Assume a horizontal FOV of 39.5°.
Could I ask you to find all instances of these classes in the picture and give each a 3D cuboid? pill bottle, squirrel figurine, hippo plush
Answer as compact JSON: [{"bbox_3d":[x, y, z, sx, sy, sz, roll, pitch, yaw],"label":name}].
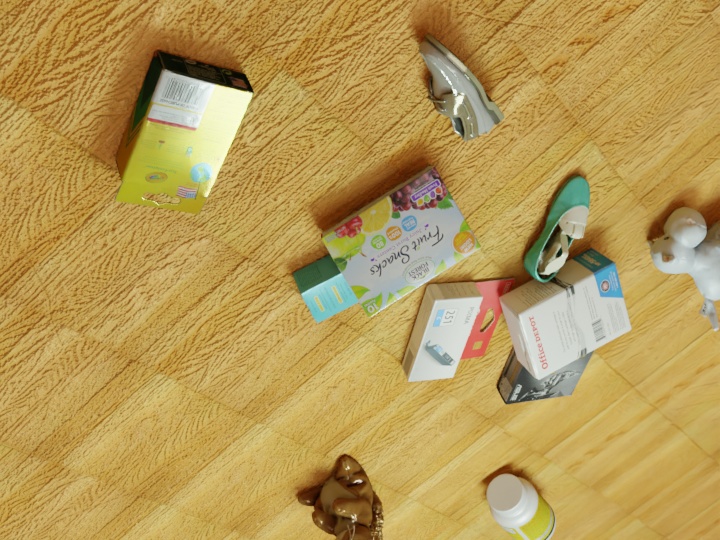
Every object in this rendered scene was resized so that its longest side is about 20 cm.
[{"bbox_3d":[0.350,0.524,2.209,0.112,0.113,0.200,-33,138,6],"label":"pill bottle"},{"bbox_3d":[-0.004,0.498,1.948,0.141,0.188,0.200,-37,137,10],"label":"squirrel figurine"},{"bbox_3d":[0.597,-0.034,1.807,0.159,0.160,0.202,22,107,-5],"label":"hippo plush"}]

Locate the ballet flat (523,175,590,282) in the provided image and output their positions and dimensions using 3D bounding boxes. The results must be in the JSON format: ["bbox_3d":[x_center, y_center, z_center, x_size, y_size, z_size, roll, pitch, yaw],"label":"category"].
[{"bbox_3d":[0.339,-0.060,1.671,0.067,0.071,0.201,3,129,-28],"label":"ballet flat"}]

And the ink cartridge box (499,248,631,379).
[{"bbox_3d":[0.359,0.075,1.761,0.198,0.084,0.147,-26,118,-9],"label":"ink cartridge box"}]

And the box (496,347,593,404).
[{"bbox_3d":[0.363,0.165,1.916,0.157,0.049,0.201,-3,132,-24],"label":"box"}]

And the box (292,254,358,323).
[{"bbox_3d":[0.000,0.000,1.573,0.198,0.049,0.083,-27,138,0],"label":"box"}]

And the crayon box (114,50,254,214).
[{"bbox_3d":[-0.233,-0.171,1.289,0.126,0.051,0.201,9,126,-33],"label":"crayon box"}]

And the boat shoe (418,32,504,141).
[{"bbox_3d":[0.130,-0.245,1.385,0.068,0.075,0.200,-42,137,8],"label":"boat shoe"}]

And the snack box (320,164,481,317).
[{"bbox_3d":[0.059,-0.044,1.501,0.199,0.053,0.143,-32,101,2],"label":"snack box"}]

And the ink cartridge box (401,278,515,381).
[{"bbox_3d":[0.177,0.106,1.769,0.174,0.045,0.201,-4,133,-22],"label":"ink cartridge box"}]
